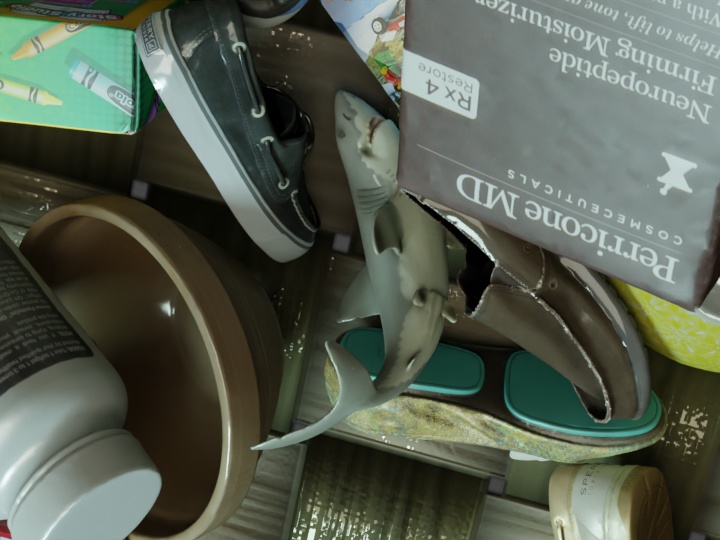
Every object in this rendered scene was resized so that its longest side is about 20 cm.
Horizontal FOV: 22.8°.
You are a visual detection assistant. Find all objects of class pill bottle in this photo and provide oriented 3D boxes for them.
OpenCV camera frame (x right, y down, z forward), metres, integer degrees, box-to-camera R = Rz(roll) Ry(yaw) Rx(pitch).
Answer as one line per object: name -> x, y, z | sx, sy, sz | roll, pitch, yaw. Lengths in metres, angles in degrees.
pill bottle -> -0.196, 0.063, 0.971 | 0.200, 0.110, 0.111 | 47, 114, 23

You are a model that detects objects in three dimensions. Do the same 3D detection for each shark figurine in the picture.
shark figurine -> 0.007, 0.021, 0.989 | 0.128, 0.216, 0.089 | 34, 136, -31

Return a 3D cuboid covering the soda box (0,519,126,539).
soda box -> -0.224, 0.158, 1.068 | 0.199, 0.070, 0.064 | 4, 113, 44

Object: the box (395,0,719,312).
box -> 0.127, -0.128, 0.805 | 0.165, 0.164, 0.201 | 23, 137, 21

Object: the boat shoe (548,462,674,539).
boat shoe -> 0.148, 0.195, 1.061 | 0.069, 0.074, 0.202 | 11, 123, 32

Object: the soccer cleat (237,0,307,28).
soccer cleat -> -0.021, -0.220, 0.953 | 0.069, 0.086, 0.201 | 32, 88, -7

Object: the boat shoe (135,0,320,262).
boat shoe -> -0.056, -0.072, 0.963 | 0.056, 0.069, 0.200 | -23, 144, 7

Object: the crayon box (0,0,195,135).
crayon box -> -0.200, -0.127, 0.988 | 0.198, 0.119, 0.059 | 7, 110, 9

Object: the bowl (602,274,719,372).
bowl -> 0.203, -0.026, 0.951 | 0.198, 0.108, 0.202 | 3, 109, 9

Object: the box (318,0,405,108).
box -> 0.092, -0.159, 0.963 | 0.199, 0.038, 0.137 | -35, 99, 20

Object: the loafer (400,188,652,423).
loafer -> 0.085, 0.007, 0.969 | 0.071, 0.073, 0.201 | -37, 102, -9

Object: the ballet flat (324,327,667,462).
ballet flat -> 0.076, 0.079, 1.038 | 0.198, 0.071, 0.071 | 10, 111, 2

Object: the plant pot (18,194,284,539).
plant pot -> -0.108, 0.049, 1.023 | 0.200, 0.092, 0.203 | 20, 119, 41
